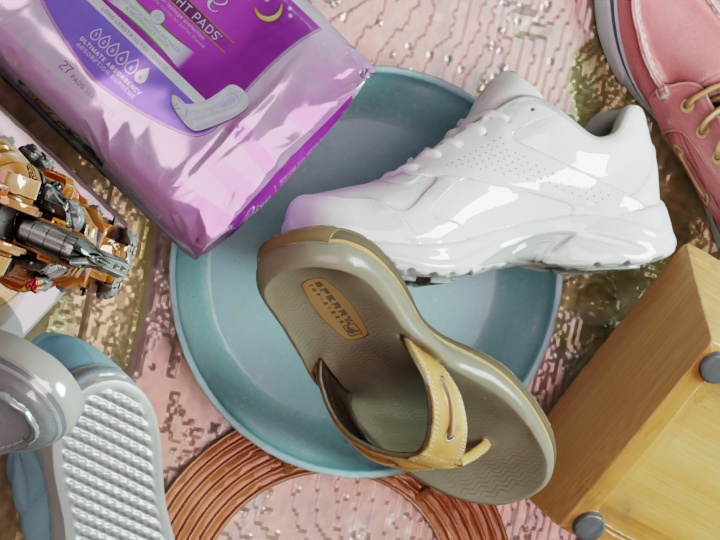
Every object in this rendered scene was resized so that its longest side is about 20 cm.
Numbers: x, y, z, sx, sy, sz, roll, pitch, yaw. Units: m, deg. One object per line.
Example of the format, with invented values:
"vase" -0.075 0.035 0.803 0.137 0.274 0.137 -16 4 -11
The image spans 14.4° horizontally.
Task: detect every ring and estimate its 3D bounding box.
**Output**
"ring" -0.016 0.166 1.426 0.200 0.019 0.201 -2 97 -14

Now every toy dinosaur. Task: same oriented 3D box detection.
"toy dinosaur" -0.171 -0.036 1.211 0.102 0.136 0.200 -57 150 -18

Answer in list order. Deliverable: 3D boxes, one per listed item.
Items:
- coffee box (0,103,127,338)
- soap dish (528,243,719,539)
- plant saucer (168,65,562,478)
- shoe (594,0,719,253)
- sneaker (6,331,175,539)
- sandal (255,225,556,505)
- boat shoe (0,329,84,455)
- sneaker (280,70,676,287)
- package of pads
"coffee box" -0.220 -0.052 1.312 0.113 0.080 0.200 -46 106 -4
"soap dish" 0.197 0.098 1.416 0.200 0.081 0.157 29 115 -18
"plant saucer" 0.000 0.000 1.396 0.199 0.036 0.201 -1 94 -17
"shoe" 0.188 -0.074 1.412 0.071 0.091 0.200 -30 103 -9
"sneaker" -0.132 0.118 1.370 0.074 0.082 0.200 -9 122 -25
"sandal" 0.017 0.056 1.327 0.080 0.054 0.200 -22 131 26
"boat shoe" -0.214 0.071 1.276 0.070 0.200 0.072 62 41 -33
"sneaker" 0.053 -0.044 1.360 0.200 0.078 0.100 -4 88 -25
"package of pads" -0.103 -0.114 1.309 0.200 0.076 0.121 43 82 -1
